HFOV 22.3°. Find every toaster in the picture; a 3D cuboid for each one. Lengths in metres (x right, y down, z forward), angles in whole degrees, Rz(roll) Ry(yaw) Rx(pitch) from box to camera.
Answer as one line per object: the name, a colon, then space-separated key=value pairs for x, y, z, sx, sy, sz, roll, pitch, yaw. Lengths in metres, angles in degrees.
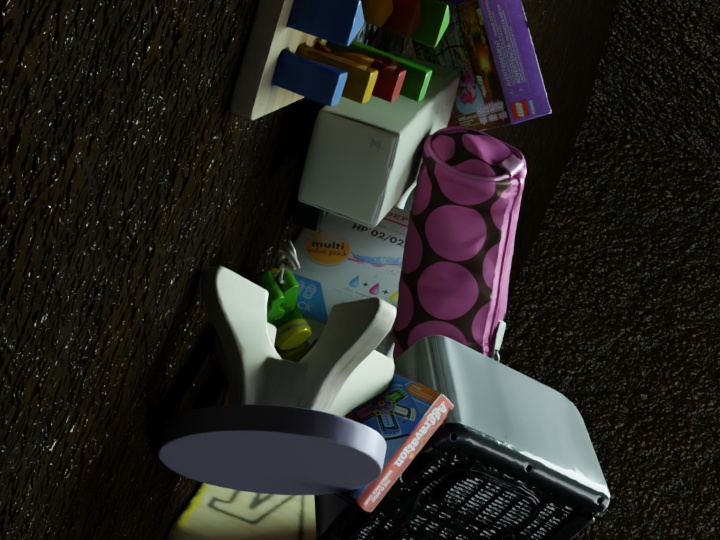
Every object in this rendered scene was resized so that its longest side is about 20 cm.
toaster: x=0.065 y=0.168 z=1.457 sx=0.181 sy=0.199 sz=0.119 roll=-47 pitch=-147 yaw=29

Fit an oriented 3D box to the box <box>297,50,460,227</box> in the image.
box: x=0.018 y=-0.108 z=1.452 sx=0.200 sy=0.068 sz=0.083 roll=-48 pitch=155 yaw=-66

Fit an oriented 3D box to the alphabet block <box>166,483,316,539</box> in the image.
alphabet block: x=-0.058 y=0.281 z=1.589 sx=0.197 sy=0.199 sz=0.197 roll=-53 pitch=162 yaw=-59

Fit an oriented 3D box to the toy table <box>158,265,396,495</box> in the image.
toy table: x=-0.056 y=0.086 z=1.326 sx=0.184 sy=0.199 sz=0.118 roll=38 pitch=57 yaw=-46

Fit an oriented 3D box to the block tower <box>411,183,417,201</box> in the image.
block tower: x=0.081 y=-0.071 z=1.600 sx=0.054 sy=0.058 sz=0.200 roll=-53 pitch=177 yaw=-1

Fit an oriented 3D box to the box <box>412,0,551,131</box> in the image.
box: x=0.093 y=-0.186 z=1.537 sx=0.200 sy=0.039 sz=0.138 roll=180 pitch=-106 yaw=-76

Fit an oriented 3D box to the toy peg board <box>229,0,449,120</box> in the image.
toy peg board: x=0.008 y=-0.200 z=1.265 sx=0.199 sy=0.097 sz=0.201 roll=-42 pitch=150 yaw=-72

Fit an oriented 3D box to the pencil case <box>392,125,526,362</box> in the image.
pencil case: x=0.083 y=-0.009 z=1.468 sx=0.090 sy=0.093 sz=0.202 roll=-22 pitch=126 yaw=-44

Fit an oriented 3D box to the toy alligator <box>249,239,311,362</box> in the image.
toy alligator: x=-0.074 y=0.032 z=1.430 sx=0.054 sy=0.060 sz=0.200 roll=-24 pitch=158 yaw=-11

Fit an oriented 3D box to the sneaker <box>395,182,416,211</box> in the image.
sneaker: x=0.038 y=-0.112 z=1.747 sx=0.112 sy=0.073 sz=0.201 roll=-62 pitch=177 yaw=-55

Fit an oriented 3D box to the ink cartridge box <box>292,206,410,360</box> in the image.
ink cartridge box: x=0.000 y=0.000 z=1.588 sx=0.068 sy=0.114 sz=0.201 roll=99 pitch=14 yaw=-45

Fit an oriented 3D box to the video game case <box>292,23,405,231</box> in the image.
video game case: x=-0.001 y=-0.161 z=1.527 sx=0.181 sy=0.025 sz=0.201 roll=-58 pitch=164 yaw=-52

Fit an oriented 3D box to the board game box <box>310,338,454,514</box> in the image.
board game box: x=-0.015 y=0.116 z=1.417 sx=0.103 sy=0.019 sz=0.200 roll=-52 pitch=-151 yaw=-11
